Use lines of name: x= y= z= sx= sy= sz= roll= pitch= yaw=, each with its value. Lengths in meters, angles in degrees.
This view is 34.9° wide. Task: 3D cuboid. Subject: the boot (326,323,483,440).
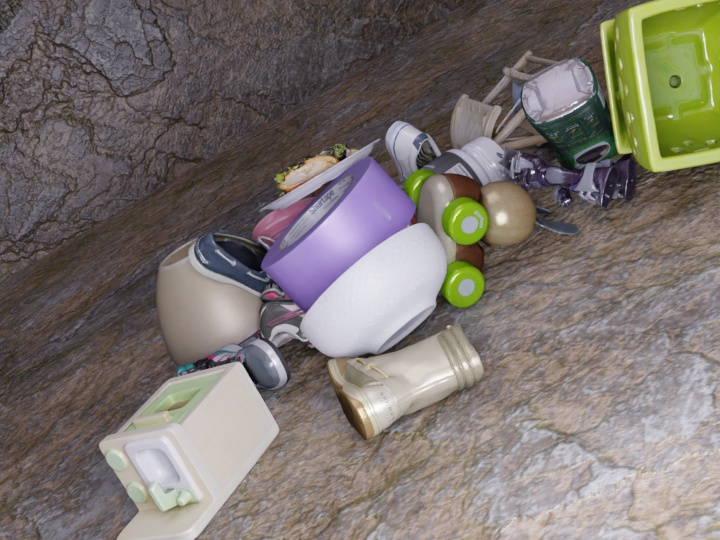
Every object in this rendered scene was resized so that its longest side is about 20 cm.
boot: x=0.047 y=0.112 z=1.264 sx=0.154 sy=0.073 sz=0.200 roll=-26 pitch=8 yaw=-7

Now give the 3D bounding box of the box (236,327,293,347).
box: x=-0.118 y=0.069 z=1.694 sx=0.199 sy=0.040 sz=0.137 roll=-30 pitch=16 yaw=-2

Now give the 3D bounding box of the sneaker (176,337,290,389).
sneaker: x=-0.180 y=0.145 z=1.498 sx=0.120 sy=0.084 sz=0.199 roll=-32 pitch=9 yaw=-28

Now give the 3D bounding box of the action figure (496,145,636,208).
action figure: x=0.261 y=-0.123 z=1.519 sx=0.129 sy=0.070 sz=0.199 roll=6 pitch=3 yaw=-44

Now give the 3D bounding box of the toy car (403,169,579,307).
toy car: x=0.173 y=-0.052 z=1.483 sx=0.197 sy=0.160 sz=0.164 roll=-6 pitch=22 yaw=-18

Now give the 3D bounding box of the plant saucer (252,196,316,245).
plant saucer: x=-0.063 y=-0.047 z=1.735 sx=0.198 sy=0.051 sz=0.201 roll=-11 pitch=-23 yaw=-5

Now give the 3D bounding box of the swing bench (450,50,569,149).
swing bench: x=0.248 y=-0.245 z=1.849 sx=0.199 sy=0.131 sz=0.199 roll=-30 pitch=18 yaw=-3

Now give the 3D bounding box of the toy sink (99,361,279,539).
toy sink: x=-0.211 y=0.209 z=1.324 sx=0.129 sy=0.113 sz=0.200 roll=-16 pitch=21 yaw=37

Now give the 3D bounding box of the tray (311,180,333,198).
tray: x=0.009 y=-0.100 z=1.761 sx=0.098 sy=0.037 sz=0.200 roll=-20 pitch=-23 yaw=17

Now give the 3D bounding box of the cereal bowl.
cereal bowl: x=0.028 y=0.039 z=1.359 sx=0.199 sy=0.084 sz=0.200 roll=-37 pitch=-11 yaw=-9

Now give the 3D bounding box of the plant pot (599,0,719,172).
plant pot: x=0.409 y=-0.241 z=1.426 sx=0.196 sy=0.203 sz=0.182 roll=-12 pitch=9 yaw=-5

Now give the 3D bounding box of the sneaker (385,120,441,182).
sneaker: x=0.100 y=-0.147 z=1.764 sx=0.071 sy=0.200 sz=0.073 roll=33 pitch=79 yaw=37

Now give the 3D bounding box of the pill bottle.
pill bottle: x=0.124 y=-0.105 z=1.676 sx=0.199 sy=0.115 sz=0.114 roll=-35 pitch=18 yaw=-19

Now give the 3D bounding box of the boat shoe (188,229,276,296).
boat shoe: x=-0.145 y=-0.014 z=1.612 sx=0.062 sy=0.199 sz=0.076 roll=-37 pitch=45 yaw=38

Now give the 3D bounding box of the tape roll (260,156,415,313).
tape roll: x=-0.029 y=-0.045 z=1.458 sx=0.200 sy=0.085 sz=0.200 roll=-42 pitch=13 yaw=12

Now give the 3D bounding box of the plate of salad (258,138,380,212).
plate of salad: x=-0.062 y=-0.140 z=1.598 sx=0.199 sy=0.048 sz=0.200 roll=-32 pitch=5 yaw=3

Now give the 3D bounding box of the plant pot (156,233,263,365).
plant pot: x=-0.223 y=0.026 z=1.688 sx=0.199 sy=0.135 sz=0.201 roll=-26 pitch=17 yaw=8

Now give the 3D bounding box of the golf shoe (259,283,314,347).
golf shoe: x=-0.046 y=0.063 z=1.570 sx=0.198 sy=0.077 sz=0.089 roll=-6 pitch=64 yaw=22

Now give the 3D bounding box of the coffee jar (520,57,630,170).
coffee jar: x=0.296 y=-0.197 z=1.549 sx=0.103 sy=0.200 sz=0.086 roll=-25 pitch=59 yaw=17
